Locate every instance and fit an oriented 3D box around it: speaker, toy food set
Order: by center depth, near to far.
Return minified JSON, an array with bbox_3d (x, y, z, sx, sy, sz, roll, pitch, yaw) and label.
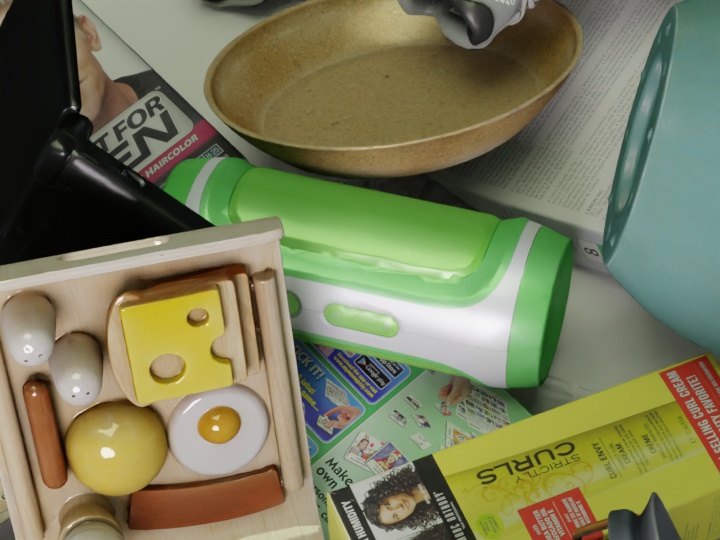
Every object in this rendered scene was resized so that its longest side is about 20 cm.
[{"bbox_3d":[-0.092,0.073,0.892,0.142,0.201,0.061,-11,35,-7],"label":"toy food set"},{"bbox_3d":[0.000,0.000,0.998,0.198,0.089,0.089,12,63,12],"label":"speaker"}]

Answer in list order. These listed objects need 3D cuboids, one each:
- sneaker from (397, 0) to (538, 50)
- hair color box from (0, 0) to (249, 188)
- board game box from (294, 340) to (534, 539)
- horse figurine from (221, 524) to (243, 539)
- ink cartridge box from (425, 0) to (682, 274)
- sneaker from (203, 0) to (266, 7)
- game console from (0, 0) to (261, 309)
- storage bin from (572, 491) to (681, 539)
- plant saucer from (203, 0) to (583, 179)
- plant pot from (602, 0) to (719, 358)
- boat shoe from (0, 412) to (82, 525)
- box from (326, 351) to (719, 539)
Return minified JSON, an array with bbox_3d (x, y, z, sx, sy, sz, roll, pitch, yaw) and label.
[{"bbox_3d":[0.102,-0.154,1.026,0.199,0.075,0.116,-7,32,42],"label":"sneaker"},{"bbox_3d":[-0.153,-0.073,1.116,0.100,0.061,0.200,-40,61,-14],"label":"hair color box"},{"bbox_3d":[0.013,0.094,1.009,0.134,0.029,0.200,-38,61,-13],"label":"board game box"},{"bbox_3d":[-0.069,0.219,0.940,0.132,0.050,0.201,-16,60,-5],"label":"horse figurine"},{"bbox_3d":[0.109,-0.090,1.100,0.199,0.050,0.161,19,64,40],"label":"ink cartridge box"},{"bbox_3d":[-0.080,-0.241,1.190,0.202,0.077,0.146,36,69,24],"label":"sneaker"},{"bbox_3d":[-0.131,-0.030,0.994,0.175,0.200,0.117,33,52,-6],"label":"game console"},{"bbox_3d":[0.087,0.185,0.856,0.133,0.200,0.147,-15,58,12],"label":"storage bin"},{"bbox_3d":[0.019,-0.096,1.060,0.198,0.036,0.201,-7,30,4],"label":"plant saucer"},{"bbox_3d":[0.202,-0.041,0.934,0.160,0.201,0.202,14,62,1],"label":"plant pot"},{"bbox_3d":[-0.190,0.093,0.993,0.199,0.063,0.074,-11,63,31],"label":"boat shoe"},{"bbox_3d":[0.089,0.109,0.935,0.199,0.050,0.076,-18,54,-13],"label":"box"}]
